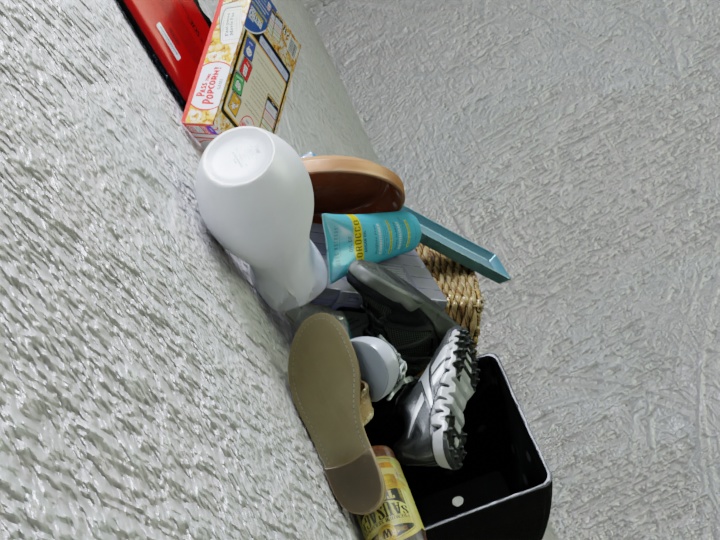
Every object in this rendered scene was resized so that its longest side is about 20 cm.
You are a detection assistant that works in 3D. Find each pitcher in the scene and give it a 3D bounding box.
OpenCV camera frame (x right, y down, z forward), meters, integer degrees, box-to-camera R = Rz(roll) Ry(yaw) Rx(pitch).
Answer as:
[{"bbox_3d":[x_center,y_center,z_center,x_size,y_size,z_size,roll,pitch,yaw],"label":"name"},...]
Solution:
[{"bbox_3d":[-0.115,-0.075,1.496,0.172,0.121,0.201,54,-10,36],"label":"pitcher"}]

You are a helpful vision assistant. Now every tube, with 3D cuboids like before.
[{"bbox_3d":[0.006,-0.036,1.607,0.200,0.050,0.078,-15,96,-61],"label":"tube"}]

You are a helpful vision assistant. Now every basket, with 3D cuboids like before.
[{"bbox_3d":[0.072,0.057,1.820,0.200,0.148,0.144,-98,-166,-66],"label":"basket"}]

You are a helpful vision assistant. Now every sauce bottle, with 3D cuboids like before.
[{"bbox_3d":[0.038,0.275,1.424,0.066,0.066,0.201,53,9,-50],"label":"sauce bottle"}]

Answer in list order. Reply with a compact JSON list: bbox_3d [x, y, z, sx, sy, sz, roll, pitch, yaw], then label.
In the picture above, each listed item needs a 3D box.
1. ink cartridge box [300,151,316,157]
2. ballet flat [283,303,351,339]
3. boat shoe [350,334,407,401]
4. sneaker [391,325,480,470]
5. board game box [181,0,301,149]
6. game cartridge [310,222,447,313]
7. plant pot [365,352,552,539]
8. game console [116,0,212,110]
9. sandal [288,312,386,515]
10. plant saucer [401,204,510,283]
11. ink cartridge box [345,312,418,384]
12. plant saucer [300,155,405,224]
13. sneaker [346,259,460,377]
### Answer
[{"bbox_3d":[-0.056,-0.101,2.166,0.116,0.066,0.200,63,7,13],"label":"ink cartridge box"},{"bbox_3d":[-0.068,0.037,1.638,0.072,0.071,0.201,56,8,-42],"label":"ballet flat"},{"bbox_3d":[0.015,0.111,1.515,0.074,0.068,0.200,56,-24,13],"label":"boat shoe"},{"bbox_3d":[0.078,0.140,1.536,0.067,0.090,0.201,60,30,-36],"label":"sneaker"},{"bbox_3d":[-0.141,-0.230,1.691,0.152,0.046,0.202,52,48,-58],"label":"board game box"},{"bbox_3d":[0.000,0.000,1.655,0.199,0.038,0.130,7,42,-37],"label":"game cartridge"},{"bbox_3d":[0.110,0.251,1.592,0.201,0.198,0.178,-111,-179,-46],"label":"plant pot"},{"bbox_3d":[-0.248,-0.293,1.708,0.201,0.118,0.173,59,39,-23],"label":"game console"},{"bbox_3d":[-0.020,0.154,1.455,0.070,0.077,0.213,47,25,-72],"label":"sandal"},{"bbox_3d":[0.105,-0.039,1.791,0.199,0.019,0.070,27,20,-26],"label":"plant saucer"},{"bbox_3d":[0.017,0.123,1.782,0.201,0.083,0.147,64,8,9],"label":"ink cartridge box"},{"bbox_3d":[-0.046,-0.091,1.666,0.200,0.199,0.033,47,37,-65],"label":"plant saucer"},{"bbox_3d":[0.030,0.065,1.579,0.076,0.114,0.199,42,2,38],"label":"sneaker"}]
